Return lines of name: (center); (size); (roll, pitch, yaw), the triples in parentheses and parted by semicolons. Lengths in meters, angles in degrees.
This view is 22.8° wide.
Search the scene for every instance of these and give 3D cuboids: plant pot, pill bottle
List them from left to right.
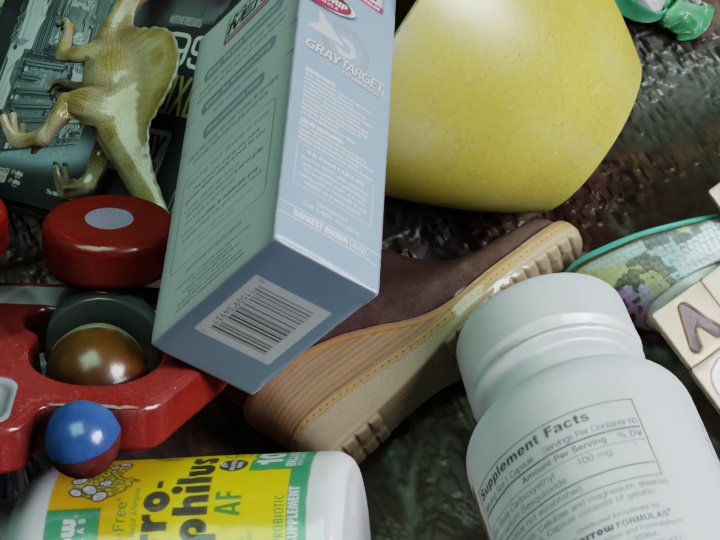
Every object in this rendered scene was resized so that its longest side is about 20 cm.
pill bottle: (-0.099, 0.144, 0.832); (0.198, 0.113, 0.113); (-3, 51, 8)
plant pot: (0.069, -0.112, 0.976); (0.141, 0.200, 0.201); (31, 54, -13)
pill bottle: (0.111, 0.104, 0.827); (0.113, 0.115, 0.201); (-15, 50, -3)

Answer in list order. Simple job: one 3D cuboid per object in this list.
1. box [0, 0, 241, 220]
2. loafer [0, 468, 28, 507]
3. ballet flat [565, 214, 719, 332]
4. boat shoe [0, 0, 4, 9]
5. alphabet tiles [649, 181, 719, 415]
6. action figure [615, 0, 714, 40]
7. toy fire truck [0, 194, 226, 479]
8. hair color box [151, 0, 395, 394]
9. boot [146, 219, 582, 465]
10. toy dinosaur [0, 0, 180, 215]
box: (-0.137, -0.100, 1.007); (0.199, 0.050, 0.159); (15, 82, 40)
loafer: (-0.237, 0.068, 0.949); (0.072, 0.063, 0.200); (-27, 52, -14)
ballet flat: (0.207, 0.001, 0.932); (0.198, 0.069, 0.072); (-17, 62, -7)
boat shoe: (-0.233, -0.193, 1.171); (0.062, 0.072, 0.201); (26, 60, -2)
alphabet tiles: (0.250, 0.009, 0.901); (0.199, 0.008, 0.168); (-33, 81, -17)
action figure: (0.133, -0.208, 1.065); (0.200, 0.055, 0.118); (39, 27, -11)
toy fire truck: (-0.160, 0.045, 0.828); (0.198, 0.113, 0.168); (4, 27, -3)
hair color box: (-0.038, -0.054, 0.840); (0.099, 0.060, 0.201); (-39, 35, 39)
boot: (0.000, 0.000, 0.957); (0.200, 0.073, 0.166); (-37, 57, -15)
toy dinosaur: (-0.131, -0.080, 0.923); (0.101, 0.058, 0.201); (-24, 59, 26)
